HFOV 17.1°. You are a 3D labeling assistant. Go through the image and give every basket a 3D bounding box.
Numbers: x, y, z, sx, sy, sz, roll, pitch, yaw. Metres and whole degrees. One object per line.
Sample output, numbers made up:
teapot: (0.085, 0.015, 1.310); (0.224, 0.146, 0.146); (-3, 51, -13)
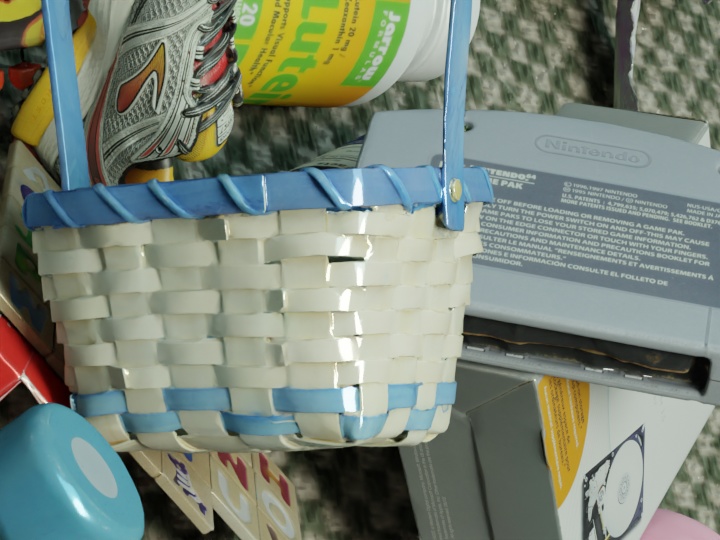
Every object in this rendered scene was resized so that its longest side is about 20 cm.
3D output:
basket: (-0.041, -0.033, 0.904); (0.139, 0.176, 0.201); (-11, 100, -63)

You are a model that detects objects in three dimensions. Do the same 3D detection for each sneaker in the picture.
sneaker: (-0.075, -0.097, 1.024); (0.082, 0.200, 0.078); (42, 46, 5)

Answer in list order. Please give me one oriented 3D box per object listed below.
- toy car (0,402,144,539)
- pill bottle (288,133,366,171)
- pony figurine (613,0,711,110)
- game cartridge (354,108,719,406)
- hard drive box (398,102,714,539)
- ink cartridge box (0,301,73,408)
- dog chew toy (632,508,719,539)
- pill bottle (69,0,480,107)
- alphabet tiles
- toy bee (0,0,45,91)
toy car: (-0.128, 0.140, 0.906); (0.177, 0.184, 0.200); (54, 12, -7)
pill bottle: (0.000, 0.000, 1.107); (0.111, 0.111, 0.200); (60, 34, 0)
pony figurine: (0.155, -0.189, 1.379); (0.200, 0.167, 0.193); (27, 41, -12)
game cartridge: (0.091, -0.011, 1.010); (0.199, 0.042, 0.133); (10, 39, 6)
hard drive box: (0.096, 0.043, 1.101); (0.200, 0.077, 0.156); (-53, 142, -42)
ink cartridge box: (-0.184, 0.000, 0.934); (0.200, 0.067, 0.116); (50, 11, -11)
dog chew toy: (0.105, 0.196, 1.114); (0.200, 0.124, 0.125); (-35, 94, -42)
pill bottle: (-0.037, -0.136, 1.162); (0.200, 0.111, 0.111); (-2, 69, -46)
alphabet tiles: (-0.086, 0.047, 1.012); (0.200, 0.008, 0.167); (50, 10, -21)
toy bee: (-0.169, -0.137, 1.046); (0.130, 0.109, 0.200); (4, 35, 4)
